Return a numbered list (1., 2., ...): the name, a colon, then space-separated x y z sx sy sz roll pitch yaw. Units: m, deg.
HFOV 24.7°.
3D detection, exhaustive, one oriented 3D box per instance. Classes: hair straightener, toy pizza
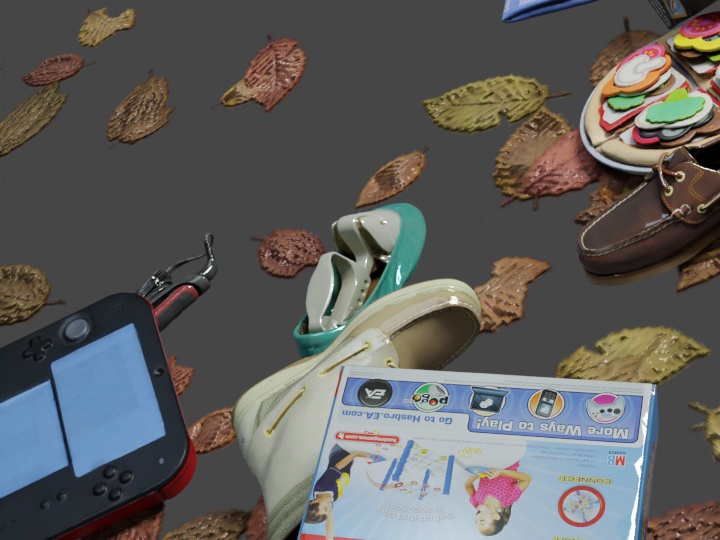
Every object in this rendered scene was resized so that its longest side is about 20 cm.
1. hair straightener: -0.194 0.039 1.350 0.200 0.041 0.077 -47 38 -15
2. toy pizza: 0.258 -0.145 1.250 0.198 0.032 0.201 -21 33 14

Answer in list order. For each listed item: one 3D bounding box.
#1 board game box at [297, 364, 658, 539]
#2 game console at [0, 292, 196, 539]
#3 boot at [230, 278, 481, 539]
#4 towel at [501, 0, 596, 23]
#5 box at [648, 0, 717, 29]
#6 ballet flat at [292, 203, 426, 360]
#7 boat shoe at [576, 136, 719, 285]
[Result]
1. board game box: 0.067 0.155 0.958 0.197 0.056 0.197 3 51 16
2. game console: -0.221 0.116 1.246 0.175 0.031 0.201 -22 47 -2
3. boot: 0.011 0.103 1.104 0.199 0.072 0.155 -32 35 7
4. towel: 0.204 -0.306 1.502 0.145 0.024 0.201 -12 39 25
5. box: 0.303 -0.312 1.313 0.199 0.133 0.115 -37 2 -10
6. ballet flat: 0.000 0.000 1.236 0.067 0.071 0.201 -7 41 29
7. boat shoe: 0.236 -0.060 1.143 0.198 0.071 0.071 -28 36 6
